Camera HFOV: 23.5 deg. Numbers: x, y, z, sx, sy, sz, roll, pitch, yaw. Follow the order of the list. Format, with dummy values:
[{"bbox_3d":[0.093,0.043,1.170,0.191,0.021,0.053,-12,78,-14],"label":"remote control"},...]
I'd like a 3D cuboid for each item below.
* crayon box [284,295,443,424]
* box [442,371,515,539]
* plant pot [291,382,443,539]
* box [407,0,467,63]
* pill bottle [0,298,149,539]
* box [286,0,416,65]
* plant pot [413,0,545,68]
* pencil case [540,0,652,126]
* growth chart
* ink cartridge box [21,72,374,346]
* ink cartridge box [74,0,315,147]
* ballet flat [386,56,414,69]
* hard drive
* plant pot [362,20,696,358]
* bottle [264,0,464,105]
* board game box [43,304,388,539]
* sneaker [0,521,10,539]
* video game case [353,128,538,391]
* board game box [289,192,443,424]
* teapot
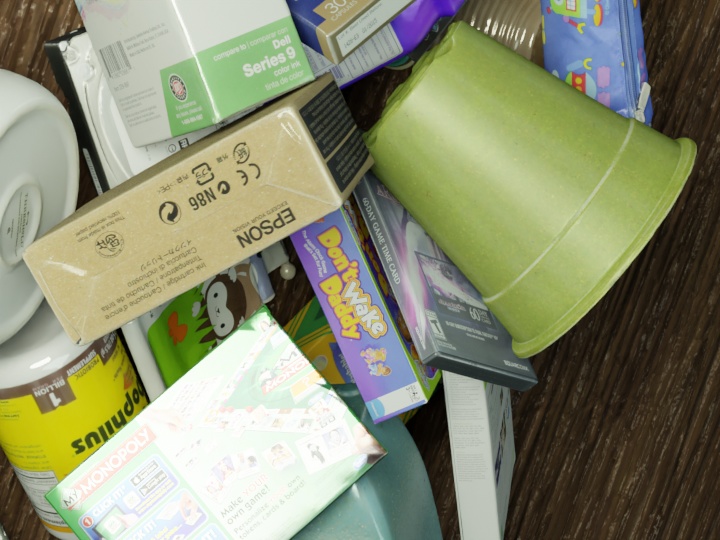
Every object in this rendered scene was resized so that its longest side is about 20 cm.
[{"bbox_3d":[-0.019,0.094,1.410,0.200,0.051,0.126,-45,125,-14],"label":"crayon box"},{"bbox_3d":[0.096,0.107,1.398,0.036,0.145,0.201,-1,117,11],"label":"box"},{"bbox_3d":[-0.044,0.197,1.298,0.194,0.197,0.201,-3,111,10],"label":"plant pot"},{"bbox_3d":[0.060,-0.262,1.257,0.110,0.035,0.200,34,104,-24],"label":"box"},{"bbox_3d":[-0.202,0.119,1.256,0.109,0.109,0.201,-33,122,-21],"label":"pill bottle"},{"bbox_3d":[-0.038,-0.225,1.195,0.121,0.200,0.032,-41,139,-16],"label":"box"},{"bbox_3d":[0.148,-0.183,1.407,0.200,0.093,0.202,-12,112,-32],"label":"plant pot"},{"bbox_3d":[0.178,-0.189,1.311,0.078,0.087,0.201,-27,120,-37],"label":"pencil case"},{"bbox_3d":[-0.112,0.020,1.301,0.200,0.018,0.145,-56,134,-37],"label":"growth chart"},{"bbox_3d":[-0.099,-0.043,1.124,0.199,0.165,0.075,-28,98,14],"label":"ink cartridge box"},{"bbox_3d":[-0.128,-0.195,1.143,0.087,0.145,0.201,-28,100,-27],"label":"ink cartridge box"},{"bbox_3d":[0.018,-0.253,1.317,0.069,0.069,0.201,-26,121,-25],"label":"ballet flat"},{"bbox_3d":[-0.115,-0.134,1.261,0.199,0.038,0.141,-25,108,-26],"label":"hard drive"},{"bbox_3d":[0.105,-0.075,1.243,0.190,0.200,0.200,39,81,-6],"label":"plant pot"},{"bbox_3d":[0.007,-0.187,1.225,0.199,0.065,0.084,-28,115,3],"label":"bottle"},{"bbox_3d":[-0.098,0.140,1.188,0.200,0.029,0.135,-40,83,-4],"label":"board game box"},{"bbox_3d":[-0.312,0.202,1.243,0.115,0.076,0.202,-26,112,-15],"label":"sneaker"},{"bbox_3d":[0.055,-0.009,1.284,0.019,0.201,0.143,-34,152,25],"label":"video game case"},{"bbox_3d":[0.000,0.000,1.299,0.045,0.134,0.201,-23,97,14],"label":"board game box"},{"bbox_3d":[-0.284,-0.045,1.128,0.198,0.145,0.201,68,39,-66],"label":"teapot"}]
